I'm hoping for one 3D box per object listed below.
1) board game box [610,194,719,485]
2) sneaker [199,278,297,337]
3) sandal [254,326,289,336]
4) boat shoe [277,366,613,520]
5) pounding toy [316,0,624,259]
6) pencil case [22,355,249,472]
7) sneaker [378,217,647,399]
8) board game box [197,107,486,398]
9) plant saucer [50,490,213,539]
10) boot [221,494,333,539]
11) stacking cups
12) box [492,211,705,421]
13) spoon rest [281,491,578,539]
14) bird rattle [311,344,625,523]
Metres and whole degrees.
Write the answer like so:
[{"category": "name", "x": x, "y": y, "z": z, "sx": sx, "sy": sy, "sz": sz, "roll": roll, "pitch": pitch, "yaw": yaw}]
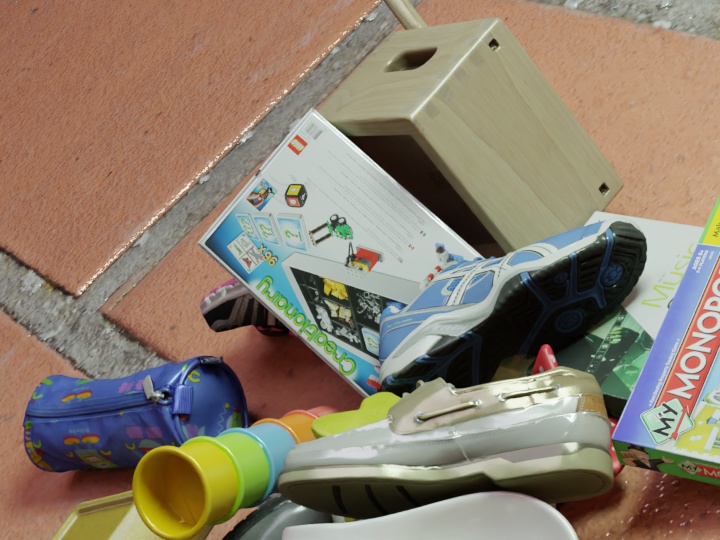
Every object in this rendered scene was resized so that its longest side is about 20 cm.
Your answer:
[{"category": "board game box", "x": 0.245, "y": 0.039, "z": 1.158, "sx": 0.134, "sy": 0.029, "sz": 0.201, "roll": 10, "pitch": 57, "yaw": 30}, {"category": "sneaker", "x": -0.034, "y": 0.030, "z": 1.455, "sx": 0.199, "sy": 0.088, "sz": 0.074, "roll": -16, "pitch": 9, "yaw": 34}, {"category": "sandal", "x": -0.018, "y": -0.033, "z": 1.557, "sx": 0.200, "sy": 0.055, "sz": 0.082, "roll": -42, "pitch": 30, "yaw": -7}, {"category": "boat shoe", "x": 0.049, "y": 0.102, "z": 1.155, "sx": 0.198, "sy": 0.075, "sz": 0.069, "roll": -5, "pitch": 63, "yaw": 13}, {"category": "pounding toy", "x": 0.068, "y": -0.110, "z": 1.428, "sx": 0.142, "sy": 0.184, "sz": 0.200, "roll": -47, "pitch": 22, "yaw": -17}, {"category": "pencil case", "x": -0.174, "y": 0.111, "z": 1.497, "sx": 0.199, "sy": 0.087, "sz": 0.079, "roll": -8, "pitch": 62, "yaw": 41}, {"category": "sneaker", "x": 0.092, "y": 0.015, "z": 1.279, "sx": 0.199, "sy": 0.076, "sz": 0.077, "roll": -29, "pitch": 44, "yaw": 12}, {"category": "board game box", "x": 0.000, "y": 0.000, "z": 1.365, "sx": 0.126, "sy": 0.200, "sz": 0.035, "roll": -48, "pitch": -14, "yaw": 1}, {"category": "plant saucer", "x": -0.194, "y": 0.222, "z": 1.342, "sx": 0.201, "sy": 0.048, "sz": 0.200, "roll": -54, "pitch": 14, "yaw": -26}, {"category": "boot", "x": -0.064, "y": 0.242, "z": 1.236, "sx": 0.200, "sy": 0.070, "sz": 0.131, "roll": -49, "pitch": 38, "yaw": -6}, {"category": "stacking cups", "x": -0.073, "y": 0.127, "z": 1.301, "sx": 0.060, "sy": 0.061, "sz": 0.200, "roll": -19, "pitch": -2, "yaw": 28}, {"category": "box", "x": 0.186, "y": 0.032, "z": 1.273, "sx": 0.145, "sy": 0.036, "sz": 0.199, "roll": -50, "pitch": 31, "yaw": -20}, {"category": "spoon rest", "x": 0.033, "y": 0.172, "z": 1.127, "sx": 0.198, "sy": 0.061, "sz": 0.100, "roll": 0, "pitch": 67, "yaw": 28}, {"category": "bird rattle", "x": 0.070, "y": 0.146, "z": 1.218, "sx": 0.198, "sy": 0.113, "sz": 0.164, "roll": -6, "pitch": 52, "yaw": 22}]
